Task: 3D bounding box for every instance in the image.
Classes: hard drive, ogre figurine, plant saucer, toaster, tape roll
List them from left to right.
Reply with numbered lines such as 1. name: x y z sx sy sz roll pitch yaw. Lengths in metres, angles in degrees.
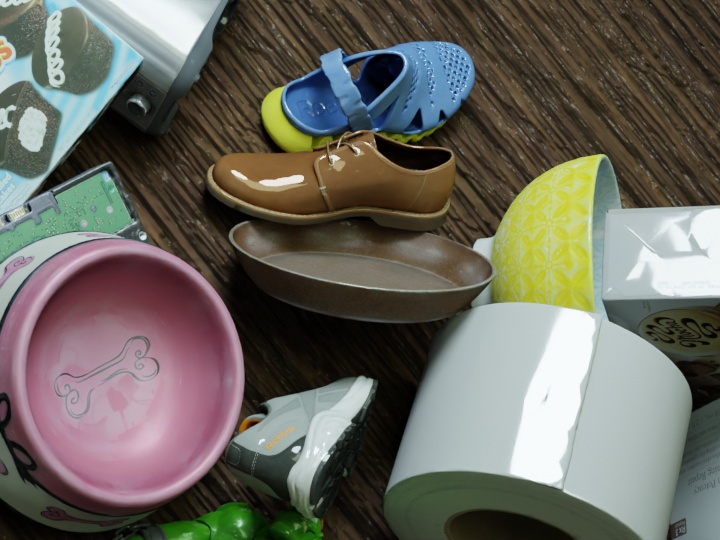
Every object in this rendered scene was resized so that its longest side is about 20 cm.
1. hard drive: -0.187 0.045 1.102 0.139 0.038 0.201 -33 104 -34
2. toaster: -0.159 -0.212 1.224 0.129 0.114 0.201 31 58 -9
3. ogre figurine: -0.068 0.214 1.075 0.120 0.198 0.099 -34 121 -49
4. plant saucer: 0.000 0.000 1.190 0.199 0.200 0.035 -1 106 -28
5. tape roll: 0.129 0.137 1.162 0.201 0.203 0.140 28 58 -14

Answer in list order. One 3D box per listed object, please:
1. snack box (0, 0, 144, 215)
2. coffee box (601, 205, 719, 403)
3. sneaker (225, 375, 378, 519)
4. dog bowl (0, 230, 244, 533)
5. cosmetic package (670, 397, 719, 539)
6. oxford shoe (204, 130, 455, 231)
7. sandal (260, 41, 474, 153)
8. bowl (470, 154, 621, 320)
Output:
1. snack box: -0.257 -0.106 1.118 0.116 0.037 0.201 39 83 -6
2. coffee box: 0.259 0.031 1.267 0.112 0.200 0.081 -1 63 16
3. sneaker: -0.037 0.109 1.118 0.079 0.200 0.075 16 100 9
4. dog bowl: -0.162 0.070 1.050 0.199 0.074 0.202 6 80 -34
5. cosmetic package: 0.301 0.210 1.281 0.073 0.102 0.202 14 61 -21
6. oxford shoe: -0.021 -0.079 1.246 0.198 0.072 0.072 1 42 -17
7. sandal: 0.020 -0.148 1.306 0.199 0.087 0.080 -21 77 -35
8. bowl: 0.146 0.013 1.270 0.107 0.200 0.202 -3 61 16
